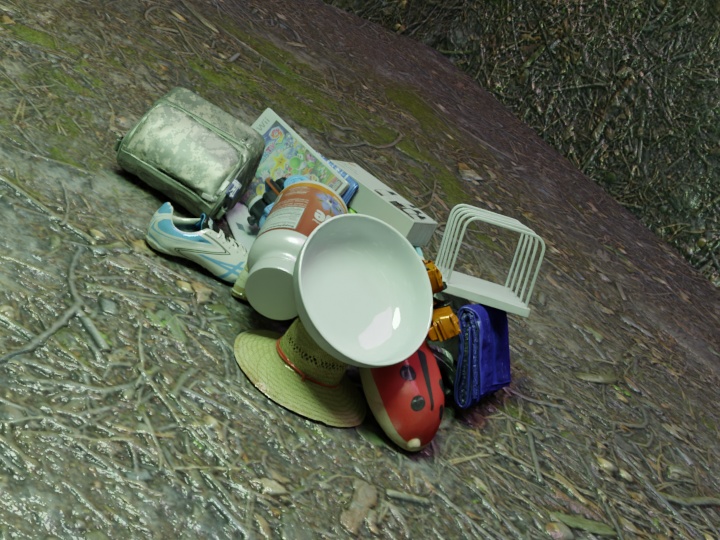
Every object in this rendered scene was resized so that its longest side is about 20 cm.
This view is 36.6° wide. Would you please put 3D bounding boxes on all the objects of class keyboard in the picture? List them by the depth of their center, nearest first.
[{"bbox_3d":[-0.187,-0.067,1.746,0.056,0.011,0.200,13,27,-30],"label":"keyboard"}]

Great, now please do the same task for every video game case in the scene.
[{"bbox_3d":[-0.133,-0.154,1.808,0.200,0.143,0.018,44,4,18],"label":"video game case"}]

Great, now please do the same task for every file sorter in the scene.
[{"bbox_3d":[0.197,-0.022,1.691,0.137,0.126,0.200,16,8,-4],"label":"file sorter"}]

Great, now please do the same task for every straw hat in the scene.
[{"bbox_3d":[-0.058,0.107,1.421,0.200,0.085,0.201,28,21,-12],"label":"straw hat"}]

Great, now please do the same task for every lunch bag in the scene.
[{"bbox_3d":[-0.266,-0.171,1.701,0.199,0.140,0.168,32,36,2],"label":"lunch bag"}]

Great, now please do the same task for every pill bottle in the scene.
[{"bbox_3d":[-0.088,-0.027,1.476,0.111,0.113,0.201,29,37,-7],"label":"pill bottle"}]

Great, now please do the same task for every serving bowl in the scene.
[{"bbox_3d":[-0.005,0.032,1.389,0.198,0.066,0.202,13,65,-28],"label":"serving bowl"}]

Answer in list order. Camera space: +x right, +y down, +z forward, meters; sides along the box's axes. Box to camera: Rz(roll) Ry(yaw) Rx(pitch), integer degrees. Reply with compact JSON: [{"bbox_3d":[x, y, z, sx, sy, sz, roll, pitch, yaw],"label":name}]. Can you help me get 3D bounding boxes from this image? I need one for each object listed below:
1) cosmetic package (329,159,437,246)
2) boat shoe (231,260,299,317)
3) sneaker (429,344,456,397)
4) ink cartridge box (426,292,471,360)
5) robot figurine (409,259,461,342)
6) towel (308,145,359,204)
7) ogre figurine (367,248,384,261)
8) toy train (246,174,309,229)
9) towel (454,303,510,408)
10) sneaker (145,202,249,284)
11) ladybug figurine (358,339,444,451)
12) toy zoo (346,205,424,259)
[{"bbox_3d":[0.029,-0.114,1.821,0.199,0.051,0.082,38,18,27],"label":"cosmetic package"},{"bbox_3d":[-0.089,0.050,1.567,0.200,0.063,0.073,29,8,-27],"label":"boat shoe"},{"bbox_3d":[0.065,0.131,1.572,0.199,0.067,0.091,24,19,-27],"label":"sneaker"},{"bbox_3d":[0.078,0.052,1.745,0.199,0.084,0.146,18,24,-33],"label":"ink cartridge box"},{"bbox_3d":[0.085,0.035,1.550,0.200,0.058,0.146,-152,-139,-78],"label":"robot figurine"},{"bbox_3d":[-0.114,-0.139,1.820,0.199,0.145,0.024,37,7,17],"label":"towel"},{"bbox_3d":[0.000,0.000,1.556,0.097,0.121,0.200,26,9,-24],"label":"ogre figurine"},{"bbox_3d":[-0.096,-0.065,1.702,0.114,0.087,0.200,-29,60,-23],"label":"toy train"},{"bbox_3d":[0.190,0.123,1.643,0.049,0.150,0.200,3,3,20],"label":"towel"},{"bbox_3d":[-0.207,-0.035,1.553,0.199,0.073,0.072,23,20,-27],"label":"sneaker"},{"bbox_3d":[0.061,0.147,1.458,0.135,0.072,0.202,24,41,-42],"label":"ladybug figurine"},{"bbox_3d":[0.041,-0.042,1.758,0.130,0.021,0.200,24,18,-15],"label":"toy zoo"}]
